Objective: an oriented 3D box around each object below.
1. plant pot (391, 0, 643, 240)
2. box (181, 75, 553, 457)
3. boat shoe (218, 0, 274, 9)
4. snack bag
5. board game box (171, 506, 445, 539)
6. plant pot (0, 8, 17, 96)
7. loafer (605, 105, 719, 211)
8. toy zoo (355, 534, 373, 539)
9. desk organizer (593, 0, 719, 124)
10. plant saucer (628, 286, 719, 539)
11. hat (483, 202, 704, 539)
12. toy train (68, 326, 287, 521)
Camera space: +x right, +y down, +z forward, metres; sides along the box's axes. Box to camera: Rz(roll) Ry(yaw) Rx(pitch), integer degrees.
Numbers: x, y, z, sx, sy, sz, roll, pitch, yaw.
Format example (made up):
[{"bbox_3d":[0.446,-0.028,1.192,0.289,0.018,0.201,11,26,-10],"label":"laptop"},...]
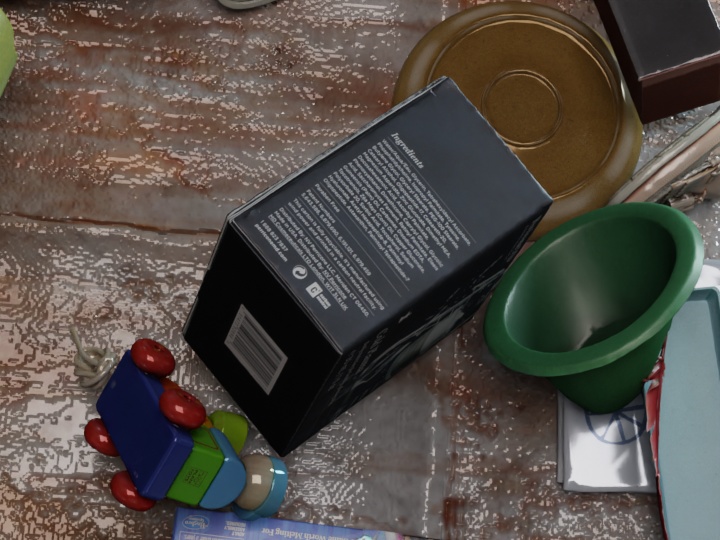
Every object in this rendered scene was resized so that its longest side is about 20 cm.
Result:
[{"bbox_3d":[0.124,-0.122,1.494,0.198,0.028,0.202,2,72,-5],"label":"plant pot"},{"bbox_3d":[0.000,0.000,1.335,0.196,0.200,0.124,-36,78,-26],"label":"box"},{"bbox_3d":[-0.045,-0.286,1.516,0.200,0.074,0.060,-44,38,0],"label":"boat shoe"},{"bbox_3d":[0.245,0.075,1.442,0.198,0.021,0.190,2,72,-3],"label":"snack bag"},{"bbox_3d":[-0.044,0.276,1.341,0.198,0.043,0.201,7,72,-2],"label":"board game box"},{"bbox_3d":[-0.344,-0.120,1.384,0.199,0.201,0.185,23,60,3],"label":"plant pot"},{"bbox_3d":[0.276,-0.089,1.476,0.200,0.072,0.063,-39,86,-18],"label":"loafer"},{"bbox_3d":[-0.030,0.274,1.308,0.130,0.020,0.201,20,72,3],"label":"toy zoo"},{"bbox_3d":[0.215,-0.221,1.486,0.071,0.077,0.201,-17,65,1],"label":"desk organizer"},{"bbox_3d":[0.242,0.112,1.411,0.069,0.019,0.202,-4,74,-5],"label":"plant saucer"},{"bbox_3d":[0.194,0.080,1.409,0.200,0.165,0.177,-51,126,-27],"label":"hat"},{"bbox_3d":[-0.131,0.102,1.372,0.115,0.200,0.085,24,105,-32],"label":"toy train"}]
